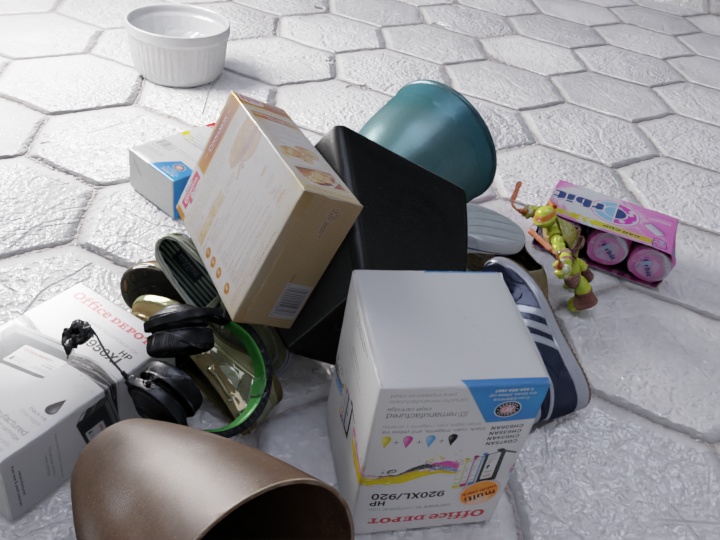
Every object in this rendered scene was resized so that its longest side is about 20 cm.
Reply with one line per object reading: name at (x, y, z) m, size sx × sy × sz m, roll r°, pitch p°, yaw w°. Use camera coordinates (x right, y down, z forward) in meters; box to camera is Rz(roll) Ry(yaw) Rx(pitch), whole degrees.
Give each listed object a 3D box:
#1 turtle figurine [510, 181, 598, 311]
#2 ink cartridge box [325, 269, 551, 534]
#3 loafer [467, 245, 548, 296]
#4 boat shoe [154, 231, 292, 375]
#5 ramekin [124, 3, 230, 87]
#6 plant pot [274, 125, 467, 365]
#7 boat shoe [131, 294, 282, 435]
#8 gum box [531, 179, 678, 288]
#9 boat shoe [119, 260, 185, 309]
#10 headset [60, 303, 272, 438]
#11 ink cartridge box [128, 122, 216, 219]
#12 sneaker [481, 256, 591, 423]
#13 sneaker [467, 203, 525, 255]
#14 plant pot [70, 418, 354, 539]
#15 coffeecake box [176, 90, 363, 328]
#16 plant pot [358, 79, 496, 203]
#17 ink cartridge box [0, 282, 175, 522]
turtle figurine at (0.265, -0.035, 0.952) m, size 0.064 × 0.162 × 0.200 m, roll -28°, pitch 30°, yaw 12°
ink cartridge box at (0.059, 0.121, 0.662) m, size 0.146 × 0.201 × 0.145 m, roll 0°, pitch 39°, yaw -13°
loafer at (0.193, -0.024, 0.995) m, size 0.076 × 0.068 × 0.200 m, roll -17°, pitch 44°, yaw -31°
boat shoe at (-0.154, 0.040, 0.777) m, size 0.200 × 0.072 × 0.062 m, roll 45°, pitch 0°, yaw -1°
ramekin at (-0.357, -0.440, 1.404) m, size 0.199 × 0.105 × 0.201 m, roll 6°, pitch 36°, yaw -5°
plant pot at (0.000, 0.000, 0.793) m, size 0.199 × 0.200 × 0.178 m, roll 22°, pitch 44°, yaw -34°
boat shoe at (-0.177, 0.096, 0.758) m, size 0.200 × 0.073 × 0.063 m, roll 33°, pitch 54°, yaw 14°
gum box at (0.373, -0.056, 1.077) m, size 0.199 × 0.066 × 0.114 m, roll 21°, pitch 37°, yaw 16°
boat shoe at (-0.178, 0.023, 0.851) m, size 0.199 × 0.076 × 0.074 m, roll 14°, pitch 17°, yaw -3°
headset at (-0.169, 0.084, 0.654) m, size 0.199 × 0.094 × 0.124 m, roll 20°, pitch 65°, yaw -26°
ink cartridge box at (-0.234, -0.161, 1.088) m, size 0.116 × 0.068 × 0.200 m, roll 34°, pitch 43°, yaw 29°
sneaker at (0.168, 0.080, 0.811) m, size 0.108 × 0.070 × 0.201 m, roll -17°, pitch 68°, yaw -27°
sneaker at (0.113, -0.045, 0.941) m, size 0.199 × 0.071 × 0.073 m, roll 9°, pitch 45°, yaw -2°
plant pot at (-0.140, 0.201, 0.556) m, size 0.186 × 0.188 × 0.199 m, roll -25°, pitch 34°, yaw -37°
coffeecake box at (-0.103, -0.066, 0.737) m, size 0.073 × 0.154 × 0.200 m, roll 11°, pitch 30°, yaw -40°
plant pot at (0.060, -0.142, 1.035) m, size 0.200 × 0.201 × 0.188 m, roll 33°, pitch 58°, yaw 29°
ink cartridge box at (-0.300, 0.114, 0.692) m, size 0.144 × 0.085 × 0.200 m, roll 27°, pitch 40°, yaw 22°
